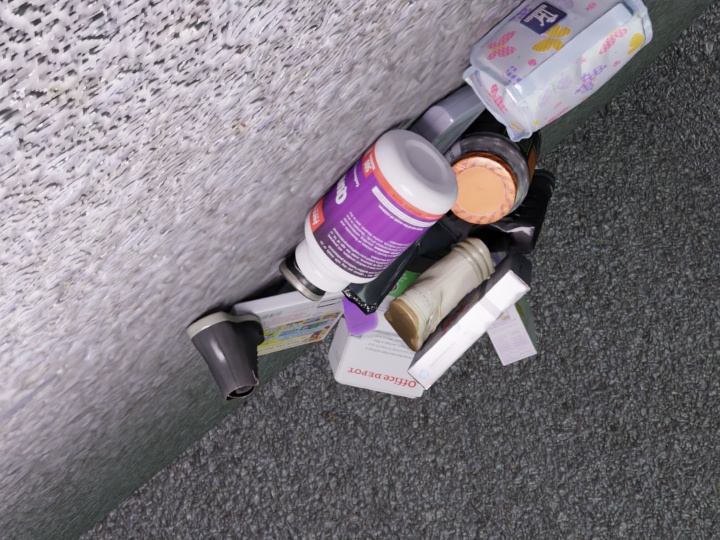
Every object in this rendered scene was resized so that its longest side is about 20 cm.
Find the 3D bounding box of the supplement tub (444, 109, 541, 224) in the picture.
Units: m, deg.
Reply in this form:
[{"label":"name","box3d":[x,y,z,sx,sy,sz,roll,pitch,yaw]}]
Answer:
[{"label":"supplement tub","box3d":[0.178,-0.148,1.461,0.123,0.123,0.200,-43,-172,30]}]

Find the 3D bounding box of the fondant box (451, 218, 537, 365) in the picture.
[{"label":"fondant box","box3d":[0.203,0.023,1.620,0.058,0.200,0.144,-23,-162,15]}]

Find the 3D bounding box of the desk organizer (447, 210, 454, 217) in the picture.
[{"label":"desk organizer","box3d":[0.156,-0.150,1.694,0.200,0.072,0.077,-44,-168,38]}]

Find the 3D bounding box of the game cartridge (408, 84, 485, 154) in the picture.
[{"label":"game cartridge","box3d":[0.084,-0.162,1.352,0.133,0.040,0.200,-41,177,-41]}]

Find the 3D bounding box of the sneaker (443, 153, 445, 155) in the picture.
[{"label":"sneaker","box3d":[0.097,-0.092,1.638,0.200,0.112,0.073,-41,176,0]}]

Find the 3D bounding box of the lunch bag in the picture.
[{"label":"lunch bag","box3d":[0.209,-0.235,1.145,0.170,0.127,0.200,-39,-175,4]}]

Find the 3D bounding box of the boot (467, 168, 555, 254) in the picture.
[{"label":"boot","box3d":[0.190,-0.083,1.542,0.165,0.066,0.200,-7,-152,24]}]

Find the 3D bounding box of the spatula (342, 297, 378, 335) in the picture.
[{"label":"spatula","box3d":[0.000,0.000,1.523,0.057,0.021,0.200,-25,-131,34]}]

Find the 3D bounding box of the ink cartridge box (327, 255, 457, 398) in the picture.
[{"label":"ink cartridge box","box3d":[0.050,0.078,1.601,0.083,0.147,0.200,-114,-139,-64]}]

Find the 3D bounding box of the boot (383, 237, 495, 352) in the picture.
[{"label":"boot","box3d":[0.110,0.032,1.467,0.155,0.072,0.200,-41,170,-10]}]

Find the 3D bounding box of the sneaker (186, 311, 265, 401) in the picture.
[{"label":"sneaker","box3d":[-0.164,0.118,1.405,0.075,0.106,0.200,-27,170,10]}]

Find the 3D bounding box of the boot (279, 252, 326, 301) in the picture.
[{"label":"boot","box3d":[-0.023,-0.041,1.431,0.154,0.073,0.204,-46,176,15]}]

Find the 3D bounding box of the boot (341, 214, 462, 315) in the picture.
[{"label":"boot","box3d":[0.045,-0.020,1.400,0.168,0.076,0.200,-52,160,1]}]

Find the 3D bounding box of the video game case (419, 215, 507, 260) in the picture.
[{"label":"video game case","box3d":[0.136,-0.026,1.753,0.022,0.200,0.182,107,9,-53]}]

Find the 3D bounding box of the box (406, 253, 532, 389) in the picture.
[{"label":"box","box3d":[0.154,0.064,1.474,0.200,0.041,0.156,-48,180,17]}]

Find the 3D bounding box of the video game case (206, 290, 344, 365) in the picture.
[{"label":"video game case","box3d":[-0.116,0.077,1.567,0.200,0.023,0.182,-13,158,-28]}]

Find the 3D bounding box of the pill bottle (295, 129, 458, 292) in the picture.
[{"label":"pill bottle","box3d":[0.012,-0.062,1.229,0.200,0.112,0.112,-43,175,33]}]

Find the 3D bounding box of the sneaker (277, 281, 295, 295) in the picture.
[{"label":"sneaker","box3d":[-0.082,0.023,1.633,0.200,0.073,0.071,-39,-165,35]}]
